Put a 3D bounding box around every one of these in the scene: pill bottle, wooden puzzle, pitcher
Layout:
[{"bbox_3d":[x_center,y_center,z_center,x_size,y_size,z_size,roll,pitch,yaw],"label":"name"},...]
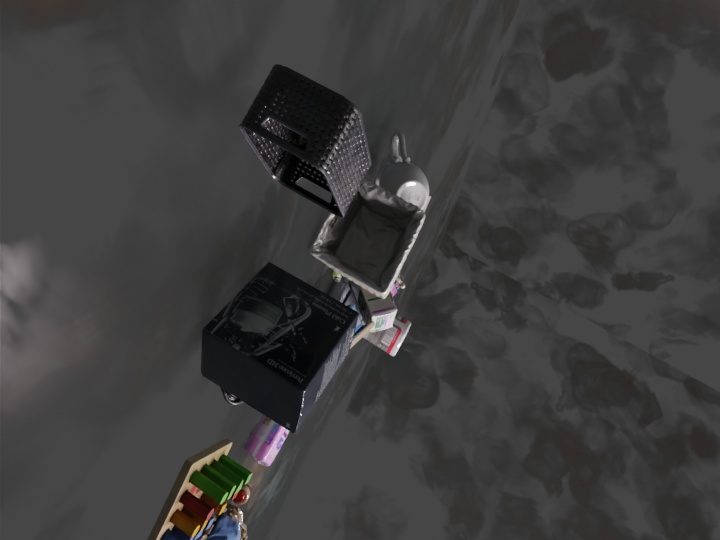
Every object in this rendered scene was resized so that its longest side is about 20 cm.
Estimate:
[{"bbox_3d":[0.040,0.148,1.654,0.113,0.196,0.111,-58,174,-10],"label":"pill bottle"},{"bbox_3d":[-0.077,0.190,1.517,0.184,0.047,0.197,-39,-168,-38],"label":"wooden puzzle"},{"bbox_3d":[0.098,-0.233,1.387,0.201,0.116,0.178,-114,-155,-62],"label":"pitcher"}]

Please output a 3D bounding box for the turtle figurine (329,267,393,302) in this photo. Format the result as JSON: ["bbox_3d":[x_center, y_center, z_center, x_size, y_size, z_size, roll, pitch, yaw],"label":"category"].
[{"bbox_3d":[0.000,0.000,1.485,0.141,0.204,0.194,-29,-176,19],"label":"turtle figurine"}]

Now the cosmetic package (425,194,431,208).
[{"bbox_3d":[0.144,-0.214,1.749,0.087,0.105,0.200,-64,170,11],"label":"cosmetic package"}]

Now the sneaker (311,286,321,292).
[{"bbox_3d":[-0.128,0.100,1.324,0.084,0.077,0.199,-48,173,26],"label":"sneaker"}]

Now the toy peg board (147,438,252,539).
[{"bbox_3d":[-0.321,0.482,1.179,0.204,0.096,0.200,-64,169,1],"label":"toy peg board"}]

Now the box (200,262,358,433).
[{"bbox_3d":[-0.135,0.124,0.971,0.198,0.195,0.126,-52,164,-45],"label":"box"}]

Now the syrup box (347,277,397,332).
[{"bbox_3d":[0.029,0.061,1.591,0.078,0.204,0.080,-10,145,-16],"label":"syrup box"}]

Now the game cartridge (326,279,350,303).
[{"bbox_3d":[-0.073,0.097,1.628,0.135,0.040,0.201,-58,168,-12],"label":"game cartridge"}]

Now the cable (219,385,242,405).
[{"bbox_3d":[-0.210,0.175,1.119,0.168,0.050,0.199,-65,168,8],"label":"cable"}]

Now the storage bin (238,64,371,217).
[{"bbox_3d":[-0.067,-0.169,0.782,0.096,0.132,0.200,-59,169,-8],"label":"storage bin"}]

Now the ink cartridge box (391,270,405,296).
[{"bbox_3d":[0.074,-0.015,1.758,0.094,0.036,0.205,-41,123,-31],"label":"ink cartridge box"}]

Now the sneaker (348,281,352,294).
[{"bbox_3d":[0.011,0.078,1.807,0.079,0.075,0.201,-26,159,-13],"label":"sneaker"}]

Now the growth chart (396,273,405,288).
[{"bbox_3d":[0.073,-0.043,1.509,0.017,0.147,0.201,-32,-167,13],"label":"growth chart"}]

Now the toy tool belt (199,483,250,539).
[{"bbox_3d":[-0.335,0.634,1.401,0.205,0.122,0.123,-63,177,-1],"label":"toy tool belt"}]

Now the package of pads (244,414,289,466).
[{"bbox_3d":[-0.226,0.413,1.524,0.203,0.074,0.121,-59,171,-21],"label":"package of pads"}]

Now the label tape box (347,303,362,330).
[{"bbox_3d":[-0.109,0.161,1.430,0.195,0.068,0.143,-20,-173,26],"label":"label tape box"}]

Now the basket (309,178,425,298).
[{"bbox_3d":[0.021,-0.069,1.269,0.203,0.196,0.161,-61,171,-5],"label":"basket"}]
